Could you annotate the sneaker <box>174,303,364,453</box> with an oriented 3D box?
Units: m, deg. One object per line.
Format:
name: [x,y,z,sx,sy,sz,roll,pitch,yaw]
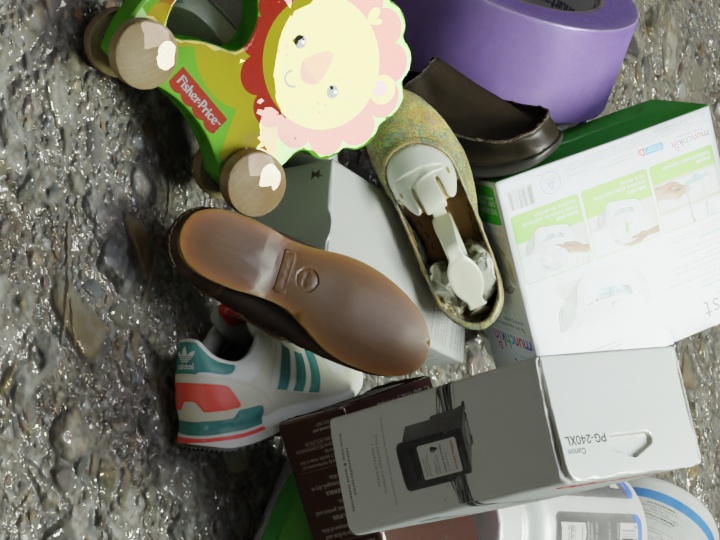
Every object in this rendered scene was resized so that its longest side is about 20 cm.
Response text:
sneaker: [-0.064,0.063,1.472,0.199,0.070,0.094,-23,109,-52]

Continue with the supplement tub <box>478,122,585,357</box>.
supplement tub: [0.140,-0.040,1.724,0.145,0.144,0.202,-35,114,-52]

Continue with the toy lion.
toy lion: [-0.064,-0.152,1.416,0.192,0.069,0.200,-47,120,-10]

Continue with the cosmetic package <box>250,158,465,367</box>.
cosmetic package: [0.000,0.000,1.565,0.200,0.084,0.109,29,61,-50]

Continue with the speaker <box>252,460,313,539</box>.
speaker: [-0.044,0.223,1.467,0.089,0.088,0.201,54,45,-37]

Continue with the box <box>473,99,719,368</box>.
box: [0.193,-0.022,1.617,0.199,0.097,0.178,-21,106,-19]

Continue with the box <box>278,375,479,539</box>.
box: [0.024,0.186,1.436,0.100,0.075,0.202,-16,89,-46]

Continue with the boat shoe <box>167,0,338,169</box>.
boat shoe: [-0.071,-0.149,1.495,0.201,0.070,0.072,50,52,-35]

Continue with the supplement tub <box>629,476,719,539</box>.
supplement tub: [0.240,0.298,1.834,0.132,0.131,0.201,59,42,-32]

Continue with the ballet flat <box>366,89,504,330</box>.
ballet flat: [0.059,-0.042,1.522,0.071,0.070,0.201,-51,125,-46]

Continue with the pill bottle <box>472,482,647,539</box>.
pill bottle: [0.125,0.201,1.565,0.199,0.113,0.115,11,76,-50]

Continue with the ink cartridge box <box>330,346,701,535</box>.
ink cartridge box: [0.101,0.112,1.342,0.144,0.199,0.084,-2,77,-44]

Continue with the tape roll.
tape roll: [0.122,-0.204,1.664,0.200,0.199,0.086,-25,139,-54]

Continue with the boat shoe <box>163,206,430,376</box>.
boat shoe: [-0.045,0.014,1.421,0.199,0.070,0.071,31,74,-13]

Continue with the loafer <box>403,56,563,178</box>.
loafer: [0.059,-0.125,1.562,0.073,0.198,0.072,-51,145,-49]
